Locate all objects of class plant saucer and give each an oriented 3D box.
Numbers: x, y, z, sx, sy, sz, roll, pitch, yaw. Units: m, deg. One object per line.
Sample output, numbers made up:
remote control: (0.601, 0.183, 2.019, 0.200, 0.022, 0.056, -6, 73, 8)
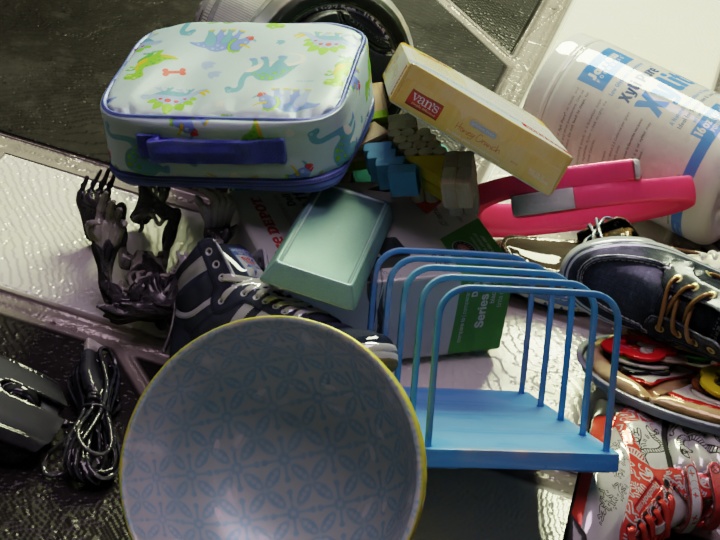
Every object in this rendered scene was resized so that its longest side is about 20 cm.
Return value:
plant saucer: (-0.020, -0.023, 1.296, 0.070, 0.019, 0.200, 18, 21, 3)

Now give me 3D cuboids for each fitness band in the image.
fitness band: (0.182, -0.060, 1.484, 0.199, 0.038, 0.144, -6, -7, 7)

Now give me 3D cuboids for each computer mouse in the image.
computer mouse: (-0.266, 0.085, 1.232, 0.199, 0.053, 0.139, 4, 36, -9)

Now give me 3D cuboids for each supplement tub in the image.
supplement tub: (0.259, -0.120, 1.600, 0.200, 0.132, 0.132, 29, 39, 24)

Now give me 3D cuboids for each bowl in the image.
bowl: (-0.046, 0.133, 1.148, 0.200, 0.201, 0.108, 21, -2, 15)

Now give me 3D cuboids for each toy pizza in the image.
toy pizza: (0.265, 0.079, 1.350, 0.200, 0.032, 0.200, 11, 16, -3)

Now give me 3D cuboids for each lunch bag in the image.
lunch bag: (-0.096, -0.127, 1.373, 0.199, 0.083, 0.161, 1, 35, 11)

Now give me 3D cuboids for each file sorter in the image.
file sorter: (0.088, 0.058, 1.236, 0.138, 0.123, 0.200, 4, 7, -13)

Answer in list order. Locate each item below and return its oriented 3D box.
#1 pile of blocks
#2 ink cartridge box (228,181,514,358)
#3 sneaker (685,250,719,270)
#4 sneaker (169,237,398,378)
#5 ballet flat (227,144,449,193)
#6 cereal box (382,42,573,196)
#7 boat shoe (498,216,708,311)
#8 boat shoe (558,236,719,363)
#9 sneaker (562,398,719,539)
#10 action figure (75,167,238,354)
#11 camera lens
pile of blocks: (0.026, -0.081, 1.404, 0.082, 0.062, 0.200, -25, 37, -19)
ink cartridge box: (0.000, 0.000, 1.398, 0.199, 0.083, 0.147, -6, 37, -21)
sneaker: (0.291, 0.002, 1.410, 0.199, 0.094, 0.070, 20, 6, -13)
sneaker: (-0.060, 0.028, 1.246, 0.200, 0.109, 0.070, -6, -12, 37)
ballet flat: (-0.011, -0.058, 1.494, 0.199, 0.070, 0.070, -8, 36, -2)
cereal box: (0.088, -0.124, 1.388, 0.144, 0.040, 0.200, 30, 11, -6)
boat shoe: (0.209, -0.008, 1.475, 0.199, 0.073, 0.072, 11, 33, -1)
boat shoe: (0.249, 0.028, 1.320, 0.200, 0.071, 0.091, 15, 12, 1)
sneaker: (0.202, 0.165, 1.229, 0.108, 0.067, 0.202, 13, 32, 8)
action figure: (-0.161, -0.020, 1.371, 0.119, 0.102, 0.200, -4, 34, -25)
camera lens: (-0.054, -0.191, 1.555, 0.159, 0.161, 0.200, -5, 18, -21)
